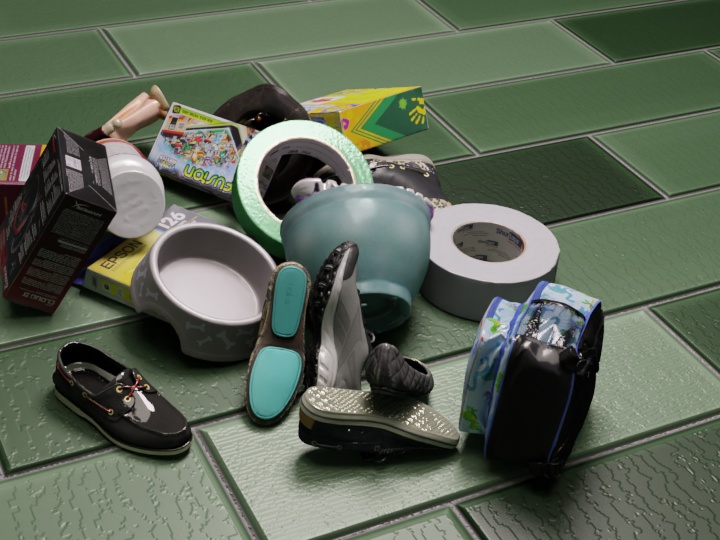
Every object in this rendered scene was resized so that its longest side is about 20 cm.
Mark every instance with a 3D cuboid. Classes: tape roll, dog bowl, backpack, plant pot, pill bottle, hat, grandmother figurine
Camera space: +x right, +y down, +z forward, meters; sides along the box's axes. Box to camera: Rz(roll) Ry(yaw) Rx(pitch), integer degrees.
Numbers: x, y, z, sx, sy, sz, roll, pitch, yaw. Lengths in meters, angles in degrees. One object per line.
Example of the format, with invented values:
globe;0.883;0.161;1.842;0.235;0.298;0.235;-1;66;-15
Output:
tape roll;-0.081;-0.112;1.759;0.198;0.048;0.203;6;66;-14
dog bowl;-0.188;0.020;1.579;0.198;0.059;0.201;15;42;-14
backpack;0.202;0.110;1.445;0.145;0.185;0.200;18;31;17
plant pot;0.000;0.000;1.595;0.198;0.201;0.136;-1;62;-10
pill bottle;-0.329;-0.112;1.714;0.108;0.111;0.200;-7;18;-18
hat;-0.142;-0.177;1.896;0.198;0.081;0.203;-7;71;20
tape roll;0.173;-0.014;1.725;0.198;0.067;0.201;3;34;-2
grandmother figurine;-0.385;-0.202;1.892;0.199;0.122;0.061;-35;75;-19

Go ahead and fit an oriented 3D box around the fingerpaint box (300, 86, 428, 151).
fingerpaint box;-0.021;-0.232;1.950;0.166;0.074;0.199;-22;18;-34

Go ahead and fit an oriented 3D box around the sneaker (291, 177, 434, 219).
sneaker;0.002;-0.069;1.700;0.198;0.081;0.090;4;75;-11

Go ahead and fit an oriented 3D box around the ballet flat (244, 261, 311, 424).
ballet flat;-0.099;0.091;1.507;0.067;0.075;0.202;12;74;-9

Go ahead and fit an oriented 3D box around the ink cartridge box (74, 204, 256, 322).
ink cartridge box;-0.274;-0.020;1.693;0.198;0.047;0.198;22;39;19

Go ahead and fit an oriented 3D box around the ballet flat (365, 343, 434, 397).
ballet flat;0.052;0.115;1.462;0.066;0.058;0.200;12;0;13

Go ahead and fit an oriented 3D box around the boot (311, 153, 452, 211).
boot;0.038;-0.104;1.834;0.201;0.074;0.154;-8;39;-17

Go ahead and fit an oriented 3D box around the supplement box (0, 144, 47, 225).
supplement box;-0.539;-0.116;1.758;0.197;0.086;0.111;0;35;-8

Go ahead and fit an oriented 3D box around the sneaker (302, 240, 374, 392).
sneaker;-0.020;0.066;1.493;0.078;0.203;0.074;6;2;-16

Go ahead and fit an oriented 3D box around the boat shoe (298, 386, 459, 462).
boat shoe;0.019;0.181;1.426;0.198;0.063;0.075;10;26;-21

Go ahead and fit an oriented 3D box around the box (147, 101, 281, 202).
box;-0.217;-0.171;1.861;0.198;0.111;0.035;20;-7;26

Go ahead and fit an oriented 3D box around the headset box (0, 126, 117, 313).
headset box;-0.396;-0.057;1.602;0.074;0.201;0.149;21;29;-32

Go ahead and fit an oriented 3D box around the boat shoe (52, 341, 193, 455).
boat shoe;-0.275;0.147;1.433;0.200;0.064;0.073;26;37;26
